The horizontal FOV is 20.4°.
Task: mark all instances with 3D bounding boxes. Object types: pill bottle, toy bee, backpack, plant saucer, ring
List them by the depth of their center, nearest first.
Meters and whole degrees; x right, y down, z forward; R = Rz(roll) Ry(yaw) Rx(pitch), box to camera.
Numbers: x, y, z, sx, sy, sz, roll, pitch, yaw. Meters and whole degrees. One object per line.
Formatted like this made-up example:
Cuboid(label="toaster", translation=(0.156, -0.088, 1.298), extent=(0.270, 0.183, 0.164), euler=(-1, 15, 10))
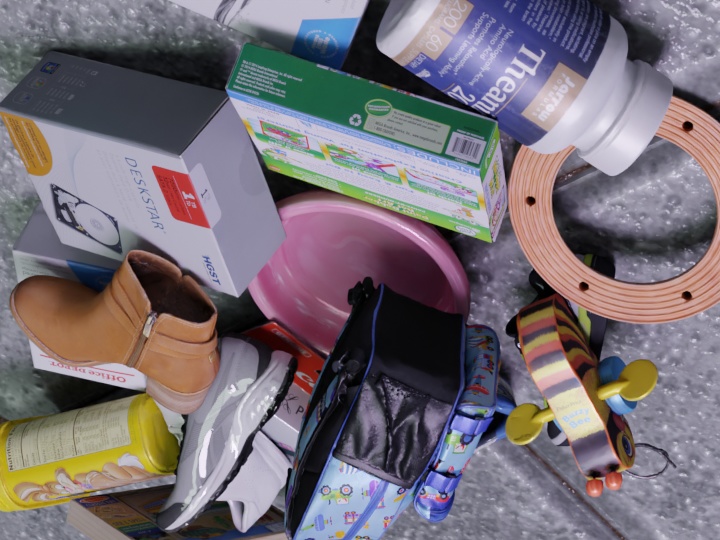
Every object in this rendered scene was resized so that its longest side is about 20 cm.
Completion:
Cuboid(label="pill bottle", translation=(0.120, -0.153, 1.428), extent=(0.199, 0.112, 0.111), euler=(31, 138, -12))
Cuboid(label="ring", translation=(0.211, -0.050, 1.538), extent=(0.198, 0.019, 0.202), euler=(9, 121, 15))
Cuboid(label="toy bee", translation=(0.192, 0.119, 1.597), extent=(0.199, 0.109, 0.131), euler=(35, 124, -14))
Cuboid(label="backpack", translation=(0.017, 0.136, 1.616), extent=(0.133, 0.183, 0.201), euler=(21, 112, -4))
Cuboid(label="plant saucer", translation=(0.000, 0.000, 1.690), extent=(0.198, 0.051, 0.202), euler=(13, 139, 11))

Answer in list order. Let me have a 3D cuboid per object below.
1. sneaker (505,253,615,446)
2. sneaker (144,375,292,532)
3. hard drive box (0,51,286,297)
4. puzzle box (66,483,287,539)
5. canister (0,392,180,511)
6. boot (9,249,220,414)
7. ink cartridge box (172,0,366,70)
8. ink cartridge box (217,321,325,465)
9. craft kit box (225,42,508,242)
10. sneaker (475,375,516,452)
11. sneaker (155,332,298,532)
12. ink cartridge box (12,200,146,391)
Cuboid(label="sneaker", translation=(0.162, 0.058, 1.672), extent=(0.082, 0.072, 0.201), euler=(10, 128, 7))
Cuboid(label="sneaker", translation=(-0.138, 0.165, 1.824), extent=(0.075, 0.089, 0.200), euler=(7, 147, 45))
Cuboid(label="hard drive box", translation=(-0.175, -0.080, 1.618), extent=(0.199, 0.077, 0.157), euler=(15, 142, 33))
Cuboid(label="puzzle box", translation=(-0.162, 0.241, 1.898), extent=(0.132, 0.199, 0.026), euler=(24, 108, 39))
Cuboid(label="canister", translation=(-0.242, 0.168, 1.905), extent=(0.198, 0.148, 0.088), euler=(-15, 83, 31))
Cuboid(label="boot", translation=(-0.201, 0.028, 1.658), extent=(0.199, 0.074, 0.155), euler=(26, 149, 6))
Cuboid(label="ink cartridge box", translation=(-0.084, -0.239, 1.443), extent=(0.198, 0.068, 0.116), euler=(23, 139, -1))
Cuboid(label="ink cartridge box", translation=(-0.052, 0.130, 1.820), extent=(0.199, 0.044, 0.173), euler=(38, 156, -18))
Cuboid(label="craft kit box", translation=(0.011, -0.093, 1.513), extent=(0.198, 0.049, 0.198), euler=(19, 166, 10))
Cuboid(label="sneaker", translation=(0.046, 0.139, 1.728), extent=(0.198, 0.085, 0.078), euler=(-20, 106, -8))
Cuboid(label="sneaker", translation=(-0.130, 0.141, 1.757), extent=(0.079, 0.074, 0.201), euler=(31, 107, 4))
Cuboid(label="ink cartridge box", translation=(-0.240, 0.039, 1.819), extent=(0.115, 0.068, 0.201), euler=(12, 139, 11))
